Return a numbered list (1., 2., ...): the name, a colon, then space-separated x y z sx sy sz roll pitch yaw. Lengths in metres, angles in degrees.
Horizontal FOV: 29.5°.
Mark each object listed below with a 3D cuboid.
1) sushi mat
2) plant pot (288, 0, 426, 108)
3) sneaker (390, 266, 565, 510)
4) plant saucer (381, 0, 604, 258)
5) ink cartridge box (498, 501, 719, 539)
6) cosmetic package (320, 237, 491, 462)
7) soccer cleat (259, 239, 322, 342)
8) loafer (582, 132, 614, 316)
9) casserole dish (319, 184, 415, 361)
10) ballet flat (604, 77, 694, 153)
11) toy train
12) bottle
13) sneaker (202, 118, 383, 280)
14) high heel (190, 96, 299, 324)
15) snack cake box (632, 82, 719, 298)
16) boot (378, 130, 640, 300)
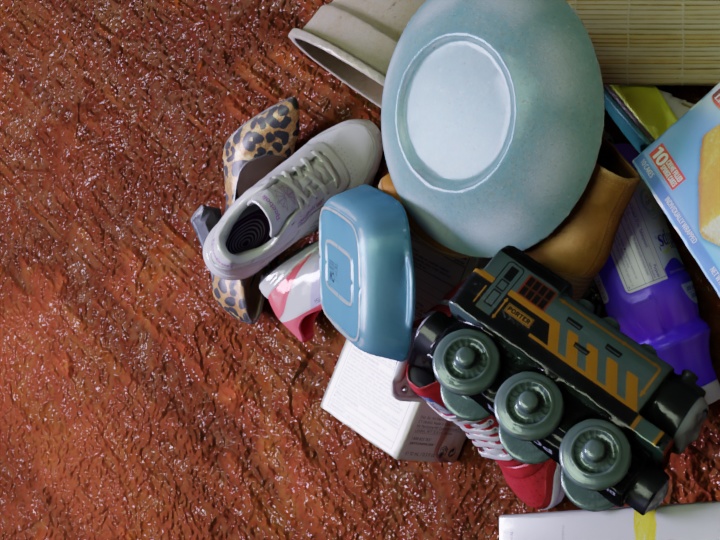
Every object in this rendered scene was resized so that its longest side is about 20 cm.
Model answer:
1. sushi mat: 0.205 -0.187 1.036 0.197 0.012 0.097 1 77 4
2. plant pot: 0.072 -0.217 1.128 0.200 0.200 0.184 34 93 38
3. sneaker: 0.090 0.111 1.044 0.071 0.112 0.202 -3 111 48
4. plant saucer: 0.076 -0.110 0.954 0.200 0.038 0.204 3 94 44
5. ink cartridge box: 0.216 0.206 0.944 0.198 0.144 0.084 -11 74 37
6. cosmetic package: 0.059 0.048 1.140 0.103 0.087 0.202 31 103 40
7. soccer cleat: -0.004 -0.012 1.228 0.199 0.068 0.074 -36 81 28
8. loafer: 0.170 -0.016 1.074 0.062 0.072 0.202 -8 75 32
9. casserole dish: 0.000 0.000 1.048 0.200 0.038 0.123 -141 50 -74
10. ballet flat: 0.252 -0.083 1.028 0.067 0.067 0.201 -32 64 7
11. toy train: 0.133 0.072 0.912 0.199 0.085 0.114 35 77 22
12. bottle: 0.209 0.008 1.013 0.065 0.083 0.202 -24 83 22
13. sneaker: -0.054 -0.062 1.220 0.200 0.100 0.075 -42 90 -7
14. high heel: -0.088 -0.053 1.290 0.200 0.071 0.143 -53 50 36
15. snack cake box: 0.280 -0.028 0.884 0.115 0.067 0.201 -44 56 28
16. boot: 0.107 -0.067 0.998 0.201 0.070 0.145 39 123 30
